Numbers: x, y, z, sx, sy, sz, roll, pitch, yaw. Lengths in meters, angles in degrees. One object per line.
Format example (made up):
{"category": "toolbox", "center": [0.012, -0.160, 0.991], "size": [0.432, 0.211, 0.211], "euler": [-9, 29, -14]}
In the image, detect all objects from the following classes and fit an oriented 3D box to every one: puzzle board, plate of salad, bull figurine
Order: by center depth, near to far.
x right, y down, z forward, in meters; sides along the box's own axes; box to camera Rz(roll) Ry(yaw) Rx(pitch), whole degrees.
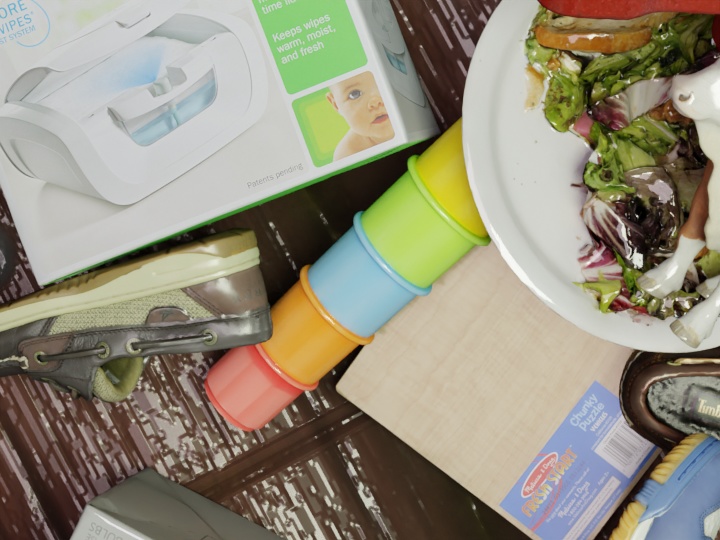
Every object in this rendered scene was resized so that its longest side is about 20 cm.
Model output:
{"category": "bull figurine", "center": [0.178, -0.027, 0.931], "size": [0.065, 0.200, 0.122], "euler": [47, 110, 33]}
{"category": "plate of salad", "center": [0.143, -0.062, 1.026], "size": [0.200, 0.048, 0.201], "euler": [3, 80, -20]}
{"category": "puzzle board", "center": [0.104, 0.024, 1.095], "size": [0.151, 0.017, 0.200], "euler": [37, 100, 5]}

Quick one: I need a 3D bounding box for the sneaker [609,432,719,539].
{"category": "sneaker", "center": [0.137, 0.173, 0.982], "size": [0.088, 0.075, 0.200], "euler": [22, 75, 18]}

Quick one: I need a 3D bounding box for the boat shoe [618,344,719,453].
{"category": "boat shoe", "center": [0.219, 0.082, 1.042], "size": [0.199, 0.070, 0.071], "euler": [12, 94, 1]}

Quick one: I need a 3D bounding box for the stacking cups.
{"category": "stacking cups", "center": [0.000, 0.000, 1.082], "size": [0.200, 0.060, 0.061], "euler": [-40, 86, 18]}

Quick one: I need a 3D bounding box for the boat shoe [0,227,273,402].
{"category": "boat shoe", "center": [-0.133, 0.035, 1.097], "size": [0.200, 0.073, 0.065], "euler": [-19, 88, 30]}

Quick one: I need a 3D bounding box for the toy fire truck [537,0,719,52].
{"category": "toy fire truck", "center": [0.135, -0.167, 0.955], "size": [0.167, 0.200, 0.112], "euler": [1, 126, -13]}

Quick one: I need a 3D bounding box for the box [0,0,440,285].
{"category": "box", "center": [-0.087, -0.112, 1.083], "size": [0.200, 0.097, 0.177], "euler": [-20, 92, 13]}

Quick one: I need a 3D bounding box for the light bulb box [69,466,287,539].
{"category": "light bulb box", "center": [-0.078, 0.236, 1.090], "size": [0.198, 0.125, 0.200], "euler": [26, 97, 8]}
